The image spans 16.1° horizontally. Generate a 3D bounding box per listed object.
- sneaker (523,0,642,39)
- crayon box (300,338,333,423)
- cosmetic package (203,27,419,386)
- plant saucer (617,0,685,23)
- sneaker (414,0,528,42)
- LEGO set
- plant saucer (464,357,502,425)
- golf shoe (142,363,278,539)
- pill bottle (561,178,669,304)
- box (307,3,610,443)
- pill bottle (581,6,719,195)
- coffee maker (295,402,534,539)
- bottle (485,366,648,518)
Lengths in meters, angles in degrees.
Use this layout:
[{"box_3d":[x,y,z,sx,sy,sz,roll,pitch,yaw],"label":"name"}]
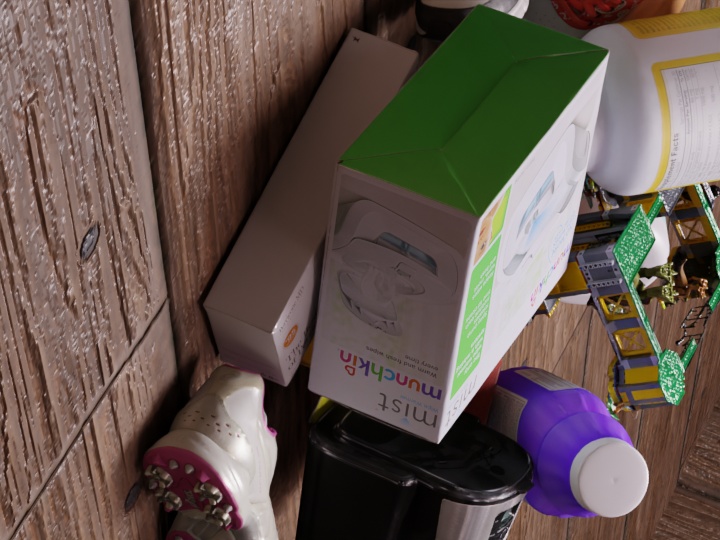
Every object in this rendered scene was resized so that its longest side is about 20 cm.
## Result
[{"box_3d":[0.167,-0.199,1.643,0.201,0.067,0.108,-35,-174,19],"label":"sneaker"},{"box_3d":[0.000,0.000,1.645,0.201,0.051,0.127,-69,164,0],"label":"crayon box"},{"box_3d":[-0.024,-0.038,1.514,0.200,0.051,0.083,-63,163,-20],"label":"cosmetic package"},{"box_3d":[0.160,-0.162,1.787,0.200,0.037,0.200,-42,-165,14],"label":"plant saucer"},{"box_3d":[0.082,-0.221,1.625,0.080,0.074,0.200,78,29,-42],"label":"sneaker"},{"box_3d":[0.165,0.005,1.723,0.154,0.116,0.200,59,39,-30],"label":"LEGO set"},{"box_3d":[0.048,0.079,1.742,0.200,0.037,0.200,-110,-153,-55],"label":"plant saucer"},{"box_3d":[-0.075,0.131,1.529,0.200,0.075,0.092,86,26,-60],"label":"golf shoe"},{"box_3d":[0.163,-0.084,1.884,0.111,0.110,0.200,87,-2,-57],"label":"pill bottle"},{"box_3d":[0.057,-0.030,1.524,0.200,0.096,0.177,-50,155,-47],"label":"box"},{"box_3d":[0.203,-0.110,1.655,0.112,0.199,0.112,170,-90,-73],"label":"pill bottle"},{"box_3d":[0.000,0.184,1.611,0.135,0.191,0.201,-81,-179,-68],"label":"coffee maker"},{"box_3d":[0.129,0.115,1.632,0.200,0.065,0.084,-157,-117,-74],"label":"bottle"}]
